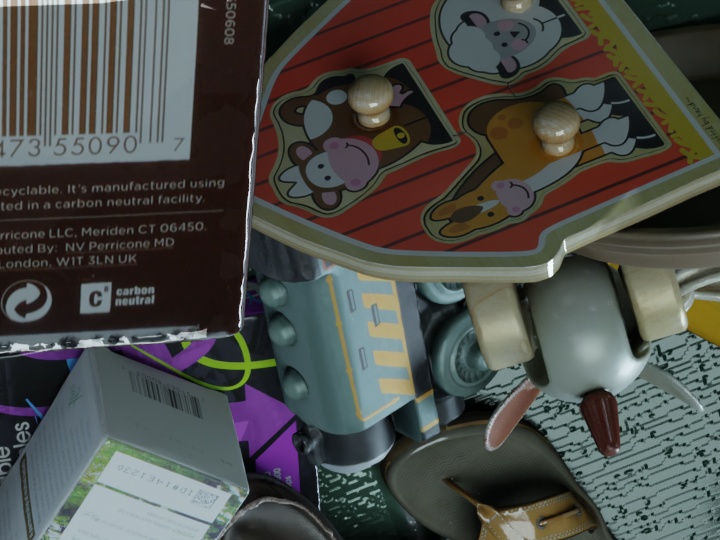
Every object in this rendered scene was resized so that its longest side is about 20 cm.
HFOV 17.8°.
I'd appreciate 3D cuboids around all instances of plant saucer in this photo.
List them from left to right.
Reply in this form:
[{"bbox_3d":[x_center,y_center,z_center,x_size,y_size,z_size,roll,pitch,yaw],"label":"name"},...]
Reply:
[{"bbox_3d":[0.152,-0.055,1.022,0.200,0.200,0.030,-15,120,-5],"label":"plant saucer"}]

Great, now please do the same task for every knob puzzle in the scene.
[{"bbox_3d":[0.034,-0.070,0.982,0.219,0.220,0.030,-16,139,-5],"label":"knob puzzle"}]

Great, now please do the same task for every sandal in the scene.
[{"bbox_3d":[0.089,0.145,1.222,0.082,0.055,0.200,-34,124,8],"label":"sandal"}]

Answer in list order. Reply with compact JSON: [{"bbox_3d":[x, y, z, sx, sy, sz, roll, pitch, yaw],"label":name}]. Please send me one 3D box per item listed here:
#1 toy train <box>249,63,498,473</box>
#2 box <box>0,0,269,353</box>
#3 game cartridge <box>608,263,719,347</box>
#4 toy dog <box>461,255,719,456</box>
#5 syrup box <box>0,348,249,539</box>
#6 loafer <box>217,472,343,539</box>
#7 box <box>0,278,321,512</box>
[{"bbox_3d":[0.000,0.000,1.071,0.114,0.085,0.200,-30,127,-28],"label":"toy train"},{"bbox_3d":[-0.136,-0.089,0.923,0.166,0.200,0.165,-3,122,-13],"label":"box"},{"bbox_3d":[0.238,-0.027,1.167,0.200,0.032,0.176,27,112,-27],"label":"game cartridge"},{"bbox_3d":[0.110,0.047,1.061,0.132,0.097,0.200,-17,164,25],"label":"toy dog"},{"bbox_3d":[-0.140,0.143,1.100,0.079,0.081,0.200,23,115,-25],"label":"syrup box"},{"bbox_3d":[-0.010,0.183,1.140,0.073,0.071,0.200,-41,110,-12],"label":"loafer"},{"bbox_3d":[-0.121,0.083,1.137,0.200,0.036,0.143,-9,124,-8],"label":"box"}]
